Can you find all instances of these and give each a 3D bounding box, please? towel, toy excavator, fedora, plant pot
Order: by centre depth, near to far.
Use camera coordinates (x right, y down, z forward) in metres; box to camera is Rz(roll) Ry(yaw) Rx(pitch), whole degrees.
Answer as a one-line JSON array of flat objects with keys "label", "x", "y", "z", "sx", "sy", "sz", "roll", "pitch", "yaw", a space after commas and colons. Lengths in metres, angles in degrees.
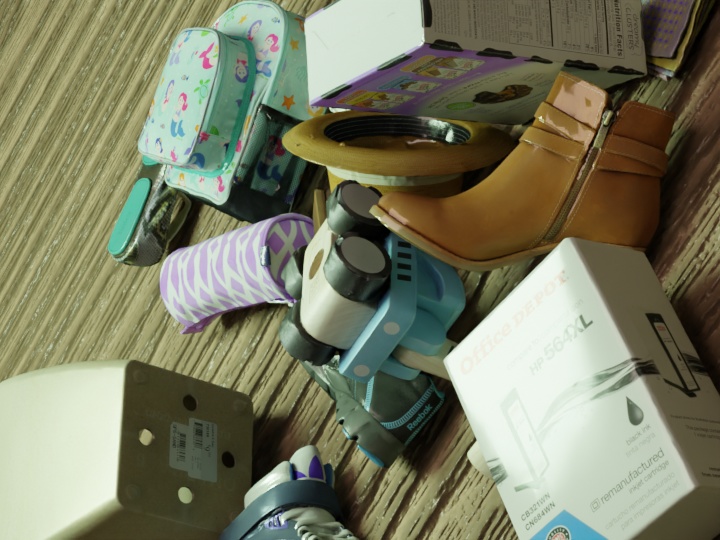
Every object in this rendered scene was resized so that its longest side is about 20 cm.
[{"label": "toy excavator", "x": 0.048, "y": 0.049, "z": 1.319, "sx": 0.100, "sy": 0.199, "sz": 0.195, "roll": -57, "pitch": 20, "yaw": 36}, {"label": "towel", "x": 0.214, "y": -0.234, "z": 1.364, "sx": 0.200, "sy": 0.023, "sz": 0.144, "roll": 37, "pitch": 105, "yaw": 56}, {"label": "fedora", "x": 0.029, "y": -0.075, "z": 1.429, "sx": 0.200, "sy": 0.200, "sz": 0.082, "roll": 29, "pitch": 122, "yaw": 57}, {"label": "plant pot", "x": -0.200, "y": 0.182, "z": 1.569, "sx": 0.177, "sy": 0.200, "sz": 0.200, "roll": -32, "pitch": 48, "yaw": 45}]

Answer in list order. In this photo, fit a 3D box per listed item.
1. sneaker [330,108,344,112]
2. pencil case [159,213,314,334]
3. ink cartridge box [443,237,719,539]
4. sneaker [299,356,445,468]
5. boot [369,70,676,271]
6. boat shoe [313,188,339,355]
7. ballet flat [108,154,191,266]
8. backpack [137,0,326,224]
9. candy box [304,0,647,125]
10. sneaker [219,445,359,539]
[{"label": "sneaker", "x": -0.004, "y": -0.139, "z": 1.557, "sx": 0.075, "sy": 0.099, "sz": 0.201, "roll": -32, "pitch": 50, "yaw": 42}, {"label": "pencil case", "x": -0.107, "y": 0.004, "z": 1.652, "sx": 0.200, "sy": 0.084, "sz": 0.086, "roll": -14, "pitch": 86, "yaw": 53}, {"label": "ink cartridge box", "x": 0.156, "y": 0.101, "z": 1.182, "sx": 0.146, "sy": 0.084, "sz": 0.200, "roll": -47, "pitch": 51, "yaw": 32}, {"label": "sneaker", "x": 0.005, "y": 0.082, "z": 1.470, "sx": 0.082, "sy": 0.073, "sz": 0.200, "roll": -42, "pitch": 39, "yaw": 3}, {"label": "boot", "x": 0.119, "y": -0.069, "z": 1.274, "sx": 0.077, "sy": 0.199, "sz": 0.156, "roll": -18, "pitch": -54, "yaw": -79}, {"label": "boat shoe", "x": 0.000, "y": 0.000, "z": 1.468, "sx": 0.200, "sy": 0.070, "sz": 0.071, "roll": -102, "pitch": 5, "yaw": -49}, {"label": "ballet flat", "x": -0.200, "y": -0.096, "z": 1.844, "sx": 0.072, "sy": 0.072, "sz": 0.201, "roll": 11, "pitch": 81, "yaw": 56}, {"label": "backpack", "x": -0.109, "y": -0.157, "z": 1.683, "sx": 0.177, "sy": 0.150, "sz": 0.201, "roll": 23, "pitch": 87, "yaw": 60}, {"label": "candy box", "x": 0.084, "y": -0.167, "z": 1.330, "sx": 0.168, "sy": 0.199, "sz": 0.072, "roll": -18, "pitch": 72, "yaw": 57}, {"label": "sneaker", "x": -0.039, "y": 0.208, "z": 1.436, "sx": 0.200, "sy": 0.080, "sz": 0.147, "roll": -25, "pitch": 58, "yaw": 54}]
